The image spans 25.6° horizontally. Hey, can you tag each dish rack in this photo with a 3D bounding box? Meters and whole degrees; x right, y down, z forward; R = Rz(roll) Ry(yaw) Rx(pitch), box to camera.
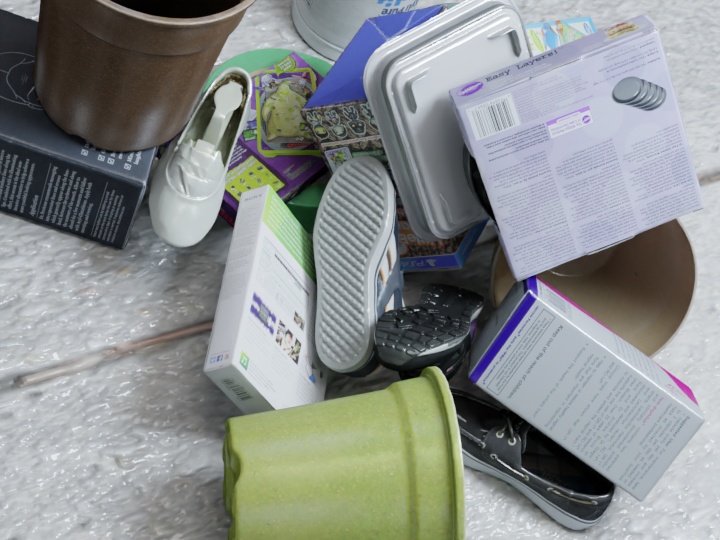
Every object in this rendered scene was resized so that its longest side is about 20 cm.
[{"bbox_3d":[0.103,-0.135,1.445,0.170,0.202,0.043,-30,30,-18],"label":"dish rack"}]

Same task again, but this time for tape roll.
[{"bbox_3d":[-0.071,-0.133,1.600,0.198,0.048,0.203,10,54,-14],"label":"tape roll"}]

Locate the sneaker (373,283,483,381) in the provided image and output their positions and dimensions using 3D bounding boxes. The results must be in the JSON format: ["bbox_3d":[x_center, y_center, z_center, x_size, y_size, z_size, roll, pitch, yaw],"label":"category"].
[{"bbox_3d":[0.063,0.078,1.437,0.075,0.089,0.200,16,16,18],"label":"sneaker"}]

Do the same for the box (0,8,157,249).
[{"bbox_3d":[-0.287,-0.134,1.474,0.198,0.107,0.150,19,51,-10],"label":"box"}]

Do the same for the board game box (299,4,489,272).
[{"bbox_3d":[0.052,-0.126,1.542,0.160,0.096,0.201,-58,132,-40],"label":"board game box"}]

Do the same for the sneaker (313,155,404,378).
[{"bbox_3d":[0.000,0.000,1.463,0.077,0.079,0.203,1,76,23],"label":"sneaker"}]

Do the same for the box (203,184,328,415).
[{"bbox_3d":[-0.074,0.045,1.425,0.145,0.036,0.202,52,37,-41],"label":"box"}]

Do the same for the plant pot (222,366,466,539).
[{"bbox_3d":[-0.021,0.185,1.318,0.181,0.201,0.202,-2,56,-10],"label":"plant pot"}]

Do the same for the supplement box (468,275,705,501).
[{"bbox_3d":[0.205,0.104,1.460,0.199,0.104,0.101,34,12,-3],"label":"supplement box"}]

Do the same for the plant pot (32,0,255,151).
[{"bbox_3d":[-0.196,-0.223,1.378,0.198,0.199,0.202,10,53,-14],"label":"plant pot"}]

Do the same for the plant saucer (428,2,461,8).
[{"bbox_3d":[0.139,-0.233,1.761,0.198,0.039,0.203,11,53,-15],"label":"plant saucer"}]

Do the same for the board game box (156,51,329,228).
[{"bbox_3d":[-0.089,-0.127,1.539,0.120,0.032,0.200,45,52,8],"label":"board game box"}]

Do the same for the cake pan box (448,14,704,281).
[{"bbox_3d":[0.191,-0.106,1.411,0.198,0.186,0.052,-22,25,4],"label":"cake pan box"}]

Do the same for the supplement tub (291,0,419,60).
[{"bbox_3d":[0.013,-0.330,1.675,0.130,0.201,0.133,10,53,-14],"label":"supplement tub"}]

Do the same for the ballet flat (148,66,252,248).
[{"bbox_3d":[-0.143,-0.112,1.449,0.069,0.070,0.202,22,51,-5],"label":"ballet flat"}]

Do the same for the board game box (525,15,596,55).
[{"bbox_3d":[0.232,-0.176,1.728,0.133,0.034,0.202,-11,74,-34],"label":"board game box"}]

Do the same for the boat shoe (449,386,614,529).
[{"bbox_3d":[0.148,0.164,1.464,0.199,0.066,0.070,37,51,6],"label":"boat shoe"}]

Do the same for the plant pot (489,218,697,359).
[{"bbox_3d":[0.219,-0.014,1.561,0.198,0.202,0.135,17,21,-9],"label":"plant pot"}]
